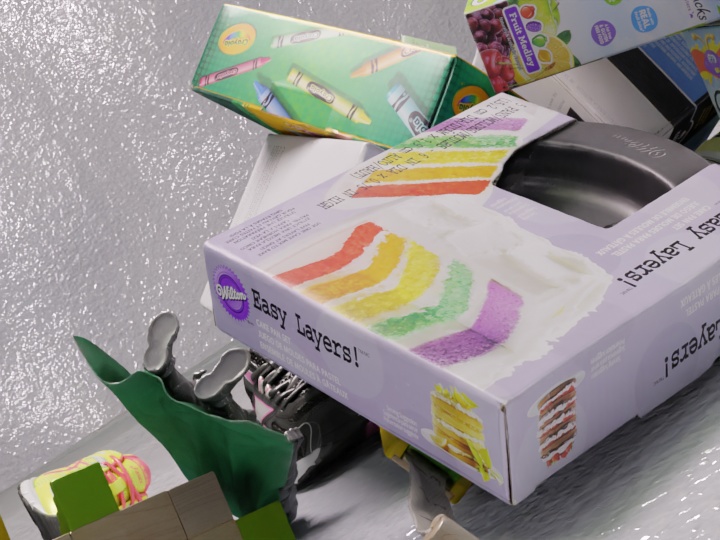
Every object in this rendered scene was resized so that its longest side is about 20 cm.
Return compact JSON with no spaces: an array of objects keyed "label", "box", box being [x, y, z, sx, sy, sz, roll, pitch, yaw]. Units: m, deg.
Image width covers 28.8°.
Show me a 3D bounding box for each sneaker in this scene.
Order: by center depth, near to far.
[{"label":"sneaker","box":[-0.045,0.082,0.914,0.080,0.087,0.200,-34,4,-13]},{"label":"sneaker","box":[-0.214,0.180,1.130,0.090,0.079,0.200,-29,3,-2]}]

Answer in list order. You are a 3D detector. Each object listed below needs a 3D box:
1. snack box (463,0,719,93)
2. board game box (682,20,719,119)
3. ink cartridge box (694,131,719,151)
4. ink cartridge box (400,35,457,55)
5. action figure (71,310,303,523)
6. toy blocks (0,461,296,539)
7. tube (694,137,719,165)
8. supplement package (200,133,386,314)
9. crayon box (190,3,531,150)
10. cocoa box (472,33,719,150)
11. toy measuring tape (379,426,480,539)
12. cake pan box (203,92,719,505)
[{"label":"snack box","box":[0.138,-0.177,0.759,0.141,0.053,0.201,-18,26,21]},{"label":"board game box","box":[0.282,-0.126,0.704,0.199,0.104,0.105,-32,15,-13]},{"label":"ink cartridge box","box":[0.301,-0.104,0.868,0.197,0.047,0.200,-34,2,-32]},{"label":"ink cartridge box","box":[0.030,-0.043,0.987,0.146,0.047,0.202,-87,9,-60]},{"label":"action figure","box":[-0.069,0.092,0.730,0.055,0.117,0.201,-55,-21,-22]},{"label":"toy blocks","box":[-0.145,0.164,0.695,0.198,0.101,0.137,-21,-10,-26]},{"label":"tube","box":[0.131,0.014,0.684,0.200,0.052,0.058,-43,-35,-25]},{"label":"supplement package","box":[0.000,0.000,0.789,0.119,0.116,0.200,-67,19,-1]},{"label":"crayon box","box":[0.010,-0.092,0.807,0.199,0.118,0.059,22,89,44]},{"label":"cocoa box","box":[0.155,-0.109,0.938,0.131,0.134,0.200,-38,-15,-20]},{"label":"toy measuring tape","box":[0.044,0.059,0.588,0.073,0.074,0.200,-31,10,3]},{"label":"cake pan box","box":[0.064,-0.003,0.593,0.199,0.053,0.183,-27,38,-31]}]
